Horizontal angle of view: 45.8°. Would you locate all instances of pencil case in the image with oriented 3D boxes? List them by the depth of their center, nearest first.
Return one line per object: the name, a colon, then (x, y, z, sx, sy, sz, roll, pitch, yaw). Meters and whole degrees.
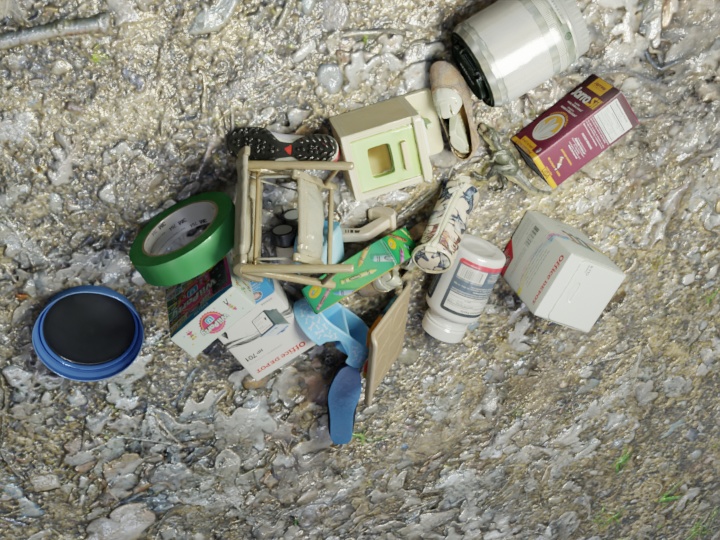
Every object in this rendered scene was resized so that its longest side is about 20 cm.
pencil case: (0.160, -0.084, 1.592, 0.078, 0.200, 0.090, 10, 141, 21)

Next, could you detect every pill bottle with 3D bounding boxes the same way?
pill bottle: (0.199, 0.038, 1.712, 0.119, 0.120, 0.200, 12, 115, -21)

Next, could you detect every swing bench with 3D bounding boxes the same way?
swing bench: (-0.121, -0.085, 1.443, 0.199, 0.130, 0.200, 5, 74, -16)

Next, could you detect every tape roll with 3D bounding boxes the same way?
tape roll: (-0.299, -0.056, 1.470, 0.200, 0.201, 0.048, -27, 123, 1)

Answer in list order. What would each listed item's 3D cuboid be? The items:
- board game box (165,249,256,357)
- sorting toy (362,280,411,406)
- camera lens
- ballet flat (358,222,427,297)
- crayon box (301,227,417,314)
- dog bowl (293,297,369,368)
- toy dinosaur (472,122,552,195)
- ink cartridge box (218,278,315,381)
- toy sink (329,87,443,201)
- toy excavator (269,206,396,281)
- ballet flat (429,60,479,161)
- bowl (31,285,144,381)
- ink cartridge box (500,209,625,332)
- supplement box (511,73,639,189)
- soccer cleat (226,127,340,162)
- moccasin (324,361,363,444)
board game box: (-0.273, 0.042, 1.533, 0.147, 0.200, 0.064, -39, 122, 8)
sorting toy: (0.047, 0.141, 1.685, 0.036, 0.200, 0.186, 17, 131, 15)
camera lens: (0.268, -0.388, 1.464, 0.200, 0.160, 0.160, -30, 122, 3)
ballet flat: (0.072, -0.011, 1.669, 0.068, 0.067, 0.200, 34, 106, -32)
crayon box: (0.000, 0.000, 1.592, 0.200, 0.119, 0.058, -32, 89, 28)
dog bowl: (-0.045, 0.113, 1.680, 0.050, 0.112, 0.200, -38, 127, 19)
toy dinosaur: (0.273, -0.189, 1.637, 0.088, 0.048, 0.200, -35, 114, 27)
ink cartridge box: (-0.201, 0.095, 1.652, 0.146, 0.086, 0.200, -33, 121, 4)
toy sink: (0.061, -0.225, 1.527, 0.199, 0.112, 0.131, -17, 122, -6)
toy excavator: (-0.046, -0.059, 1.589, 0.199, 0.195, 0.100, 4, 121, 14)
ballet flat: (0.170, -0.281, 1.537, 0.068, 0.067, 0.200, -5, 133, 30)
bowl: (-0.510, 0.117, 1.605, 0.200, 0.039, 0.201, -7, 120, -12)
ink cartridge box: (0.393, 0.001, 1.696, 0.144, 0.200, 0.146, 18, 113, -24)
supplement box: (0.401, -0.261, 1.603, 0.200, 0.110, 0.086, -38, 122, 7)
soccer cleat: (-0.134, -0.210, 1.501, 0.199, 0.073, 0.068, 4, 84, 7)
moccasin: (-0.044, 0.274, 1.810, 0.080, 0.068, 0.201, 7, 116, -11)
